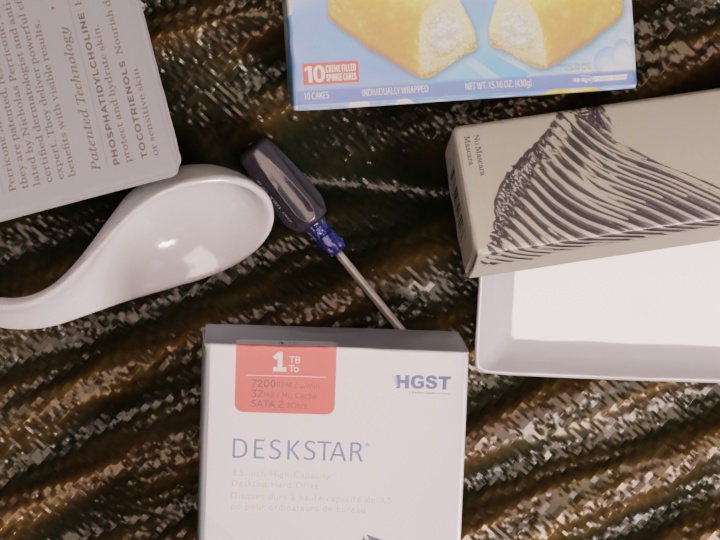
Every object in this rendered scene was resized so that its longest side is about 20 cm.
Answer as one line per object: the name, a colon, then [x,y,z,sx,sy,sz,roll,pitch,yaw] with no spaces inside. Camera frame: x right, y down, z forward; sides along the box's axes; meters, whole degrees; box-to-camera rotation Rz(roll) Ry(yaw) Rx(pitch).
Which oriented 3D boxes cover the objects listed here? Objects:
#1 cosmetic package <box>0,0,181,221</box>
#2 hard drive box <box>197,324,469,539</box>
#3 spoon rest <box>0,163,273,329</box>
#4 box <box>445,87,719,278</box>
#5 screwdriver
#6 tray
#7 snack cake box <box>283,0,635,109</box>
cosmetic package: [-0.238,-0.102,1.416,0.199,0.167,0.168,-18,97,-44]
hard drive box: [-0.019,0.137,1.520,0.155,0.077,0.202,1,97,-3]
spoon rest: [-0.146,-0.010,1.511,0.199,0.100,0.061,-15,59,5]
box: [0.153,-0.053,1.505,0.198,0.068,0.083,-10,78,-5]
screwdriver: [0.000,0.000,1.544,0.200,0.028,0.029,47,120,-6]
tray: [0.168,0.011,1.552,0.198,0.022,0.108,2,94,-2]
snack cake box: [0.055,-0.157,1.507,0.198,0.067,0.116,-4,95,-2]
